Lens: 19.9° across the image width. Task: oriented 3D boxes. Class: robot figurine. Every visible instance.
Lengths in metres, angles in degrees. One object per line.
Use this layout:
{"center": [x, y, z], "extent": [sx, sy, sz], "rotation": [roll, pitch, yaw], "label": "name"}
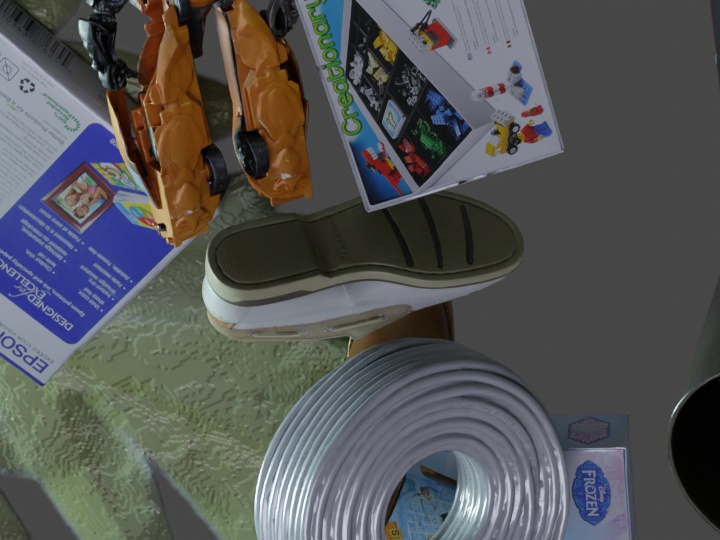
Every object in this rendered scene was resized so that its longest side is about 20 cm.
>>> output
{"center": [-0.094, -0.122, 1.205], "extent": [0.145, 0.058, 0.201], "rotation": [-21, 119, -21], "label": "robot figurine"}

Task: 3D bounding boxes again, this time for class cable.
{"center": [0.035, 0.144, 1.264], "extent": [0.199, 0.069, 0.201], "rotation": [-26, 115, -23], "label": "cable"}

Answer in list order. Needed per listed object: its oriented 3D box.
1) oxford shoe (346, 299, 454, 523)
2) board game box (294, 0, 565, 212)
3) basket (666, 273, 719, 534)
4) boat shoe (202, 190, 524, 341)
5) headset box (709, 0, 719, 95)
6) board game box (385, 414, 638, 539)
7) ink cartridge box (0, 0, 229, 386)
{"center": [0.012, 0.092, 1.311], "extent": [0.071, 0.071, 0.201], "rotation": [16, 100, 11], "label": "oxford shoe"}
{"center": [0.033, -0.142, 1.189], "extent": [0.126, 0.035, 0.201], "rotation": [-17, 119, 4], "label": "board game box"}
{"center": [0.264, 0.058, 1.189], "extent": [0.180, 0.200, 0.136], "rotation": [29, 122, -9], "label": "basket"}
{"center": [0.000, 0.000, 1.264], "extent": [0.199, 0.075, 0.069], "rotation": [-5, 144, -13], "label": "boat shoe"}
{"center": [0.274, -0.120, 1.148], "extent": [0.148, 0.075, 0.201], "rotation": [-4, 122, 14], "label": "headset box"}
{"center": [0.091, 0.191, 1.403], "extent": [0.199, 0.041, 0.201], "rotation": [-1, 122, 12], "label": "board game box"}
{"center": [-0.219, -0.049, 1.309], "extent": [0.197, 0.047, 0.200], "rotation": [39, 122, -16], "label": "ink cartridge box"}
